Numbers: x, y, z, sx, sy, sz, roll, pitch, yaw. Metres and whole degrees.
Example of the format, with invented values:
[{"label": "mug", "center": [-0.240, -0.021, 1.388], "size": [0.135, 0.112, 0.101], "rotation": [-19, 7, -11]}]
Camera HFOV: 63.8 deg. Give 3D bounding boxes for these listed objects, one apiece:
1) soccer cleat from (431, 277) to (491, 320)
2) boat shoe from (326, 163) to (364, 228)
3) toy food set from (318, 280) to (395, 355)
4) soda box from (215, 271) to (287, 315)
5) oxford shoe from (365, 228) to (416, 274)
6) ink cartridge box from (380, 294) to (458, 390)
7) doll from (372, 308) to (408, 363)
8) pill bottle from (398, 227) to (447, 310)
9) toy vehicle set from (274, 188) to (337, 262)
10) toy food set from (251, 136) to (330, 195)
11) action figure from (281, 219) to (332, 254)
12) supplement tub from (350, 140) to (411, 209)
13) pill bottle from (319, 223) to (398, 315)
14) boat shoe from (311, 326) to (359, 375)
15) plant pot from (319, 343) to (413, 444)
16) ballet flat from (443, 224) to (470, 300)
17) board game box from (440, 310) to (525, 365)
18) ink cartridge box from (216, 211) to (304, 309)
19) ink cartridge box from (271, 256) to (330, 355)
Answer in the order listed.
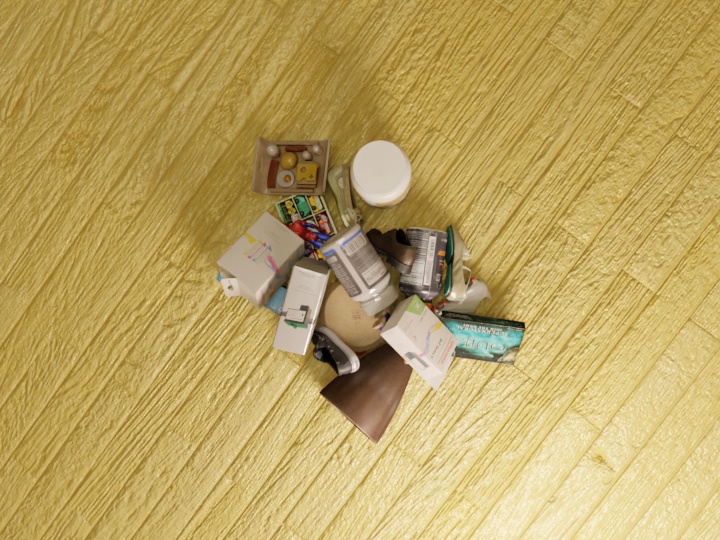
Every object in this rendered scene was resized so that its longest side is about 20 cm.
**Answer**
[{"label": "soccer cleat", "center": [0.236, 0.099, 1.442], "size": [0.199, 0.069, 0.078], "rotation": [-37, 95, 3]}, {"label": "boat shoe", "center": [-0.025, -0.170, 1.465], "size": [0.063, 0.073, 0.202], "rotation": [-21, 81, 9]}, {"label": "toy food set", "center": [-0.009, 0.112, 1.472], "size": [0.199, 0.049, 0.199], "rotation": [-23, 88, 4]}, {"label": "soda box", "center": [-0.263, 0.041, 1.487], "size": [0.199, 0.064, 0.068], "rotation": [28, 92, 4]}, {"label": "oxford shoe", "center": [0.079, -0.068, 1.407], "size": [0.072, 0.200, 0.085], "rotation": [13, 107, -36]}, {"label": "ink cartridge box", "center": [0.154, 0.170, 1.359], "size": [0.200, 0.117, 0.067], "rotation": [46, 138, -11]}, {"label": "doll", "center": [0.118, 0.174, 1.410], "size": [0.200, 0.137, 0.048], "rotation": [37, 121, -17]}, {"label": "pill bottle", "center": [0.152, -0.001, 1.429], "size": [0.105, 0.106, 0.202], "rotation": [8, 91, 5]}, {"label": "toy vehicle set", "center": [-0.128, -0.105, 1.494], "size": [0.123, 0.027, 0.201], "rotation": [-23, 88, 5]}, {"label": "toy food set", "center": [-0.174, -0.268, 1.464], "size": [0.198, 0.060, 0.145], "rotation": [3, 83, 16]}, {"label": "action figure", "center": [-0.109, -0.077, 1.453], "size": [0.199, 0.052, 0.066], "rotation": [23, 87, -2]}, {"label": "supplement tub", "center": [0.051, -0.230, 1.391], "size": [0.143, 0.200, 0.146], "rotation": [0, 90, 5]}, {"label": "pill bottle", "center": [0.000, 0.000, 1.378], "size": [0.113, 0.114, 0.201], "rotation": [-32, 101, 4]}, {"label": "boat shoe", "center": [-0.081, 0.200, 1.411], "size": [0.066, 0.200, 0.070], "rotation": [-19, 122, -28]}, {"label": "plant pot", "center": [0.033, 0.284, 1.415], "size": [0.187, 0.187, 0.200], "rotation": [41, 78, 4]}, {"label": "ballet flat", "center": [0.240, -0.017, 1.423], "size": [0.069, 0.070, 0.202], "rotation": [4, 66, 5]}, {"label": "board game box", "center": [0.289, 0.167, 1.414], "size": [0.198, 0.028, 0.136], "rotation": [8, 131, 6]}, {"label": "ink cartridge box", "center": [-0.245, -0.013, 1.396], "size": [0.125, 0.129, 0.200], "rotation": [36, 69, 10]}, {"label": "ink cartridge box", "center": [-0.137, 0.081, 1.371], "size": [0.084, 0.146, 0.202], "rotation": [16, 101, -1]}]
